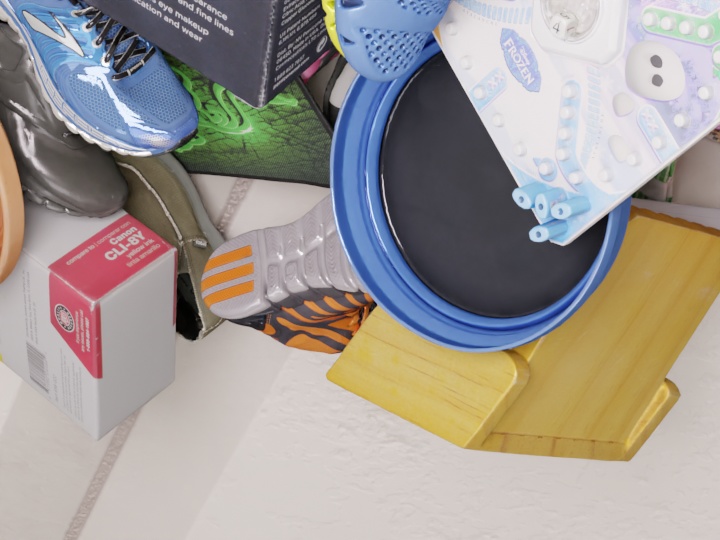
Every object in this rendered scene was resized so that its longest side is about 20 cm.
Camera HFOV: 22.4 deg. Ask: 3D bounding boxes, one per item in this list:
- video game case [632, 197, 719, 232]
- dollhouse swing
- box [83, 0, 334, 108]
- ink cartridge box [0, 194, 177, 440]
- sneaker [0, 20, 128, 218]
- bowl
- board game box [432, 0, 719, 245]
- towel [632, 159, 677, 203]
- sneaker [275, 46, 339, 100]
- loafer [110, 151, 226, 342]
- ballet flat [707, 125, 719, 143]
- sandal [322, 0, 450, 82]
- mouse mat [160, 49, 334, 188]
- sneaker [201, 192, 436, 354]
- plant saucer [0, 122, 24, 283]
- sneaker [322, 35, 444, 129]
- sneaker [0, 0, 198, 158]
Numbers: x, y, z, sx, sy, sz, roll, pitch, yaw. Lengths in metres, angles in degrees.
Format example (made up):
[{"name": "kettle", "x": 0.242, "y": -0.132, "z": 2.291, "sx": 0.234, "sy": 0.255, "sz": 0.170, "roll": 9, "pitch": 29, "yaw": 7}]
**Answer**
[{"name": "video game case", "x": 0.139, "y": 0.000, "z": 1.259, "sx": 0.198, "sy": 0.023, "sz": 0.182, "roll": 6, "pitch": 151, "yaw": -20}, {"name": "dollhouse swing", "x": 0.118, "y": 0.026, "z": 1.211, "sx": 0.181, "sy": 0.177, "sz": 0.199, "roll": 24, "pitch": -171, "yaw": 40}, {"name": "box", "x": -0.088, "y": -0.234, "z": 1.008, "sx": 0.196, "sy": 0.117, "sz": 0.201, "roll": 32, "pitch": 141, "yaw": 18}, {"name": "ink cartridge box", "x": -0.228, "y": 0.001, "z": 1.292, "sx": 0.199, "sy": 0.083, "sz": 0.146, "roll": 35, "pitch": 143, "yaw": 24}, {"name": "sneaker", "x": -0.219, "y": -0.122, "z": 1.205, "sx": 0.091, "sy": 0.076, "sz": 0.200, "roll": -36, "pitch": 100, "yaw": 28}, {"name": "bowl", "x": 0.071, "y": -0.053, "z": 1.082, "sx": 0.199, "sy": 0.039, "sz": 0.203, "roll": 6, "pitch": 100, "yaw": 35}, {"name": "board game box", "x": 0.113, "y": -0.143, "z": 0.975, "sx": 0.200, "sy": 0.026, "sz": 0.201, "roll": -41, "pitch": 72, "yaw": 44}, {"name": "towel", "x": 0.137, "y": -0.071, "z": 1.202, "sx": 0.151, "sy": 0.024, "sz": 0.200, "roll": 8, "pitch": 158, "yaw": 7}, {"name": "sneaker", "x": -0.035, "y": -0.195, "z": 1.135, "sx": 0.095, "sy": 0.079, "sz": 0.201, "roll": 33, "pitch": 134, "yaw": 5}, {"name": "loafer", "x": -0.148, "y": -0.023, "z": 1.314, "sx": 0.075, "sy": 0.070, "sz": 0.200, "roll": -7, "pitch": 134, "yaw": 37}, {"name": "ballet flat", "x": 0.177, "y": -0.123, "z": 1.160, "sx": 0.199, "sy": 0.070, "sz": 0.071, "roll": 20, "pitch": 139, "yaw": -15}, {"name": "sandal", "x": 0.043, "y": -0.181, "z": 0.961, "sx": 0.087, "sy": 0.079, "sz": 0.201, "roll": 44, "pitch": 130, "yaw": 28}, {"name": "mouse mat", "x": -0.103, "y": -0.116, "z": 1.207, "sx": 0.199, "sy": 0.008, "sz": 0.161, "roll": 9, "pitch": 144, "yaw": 42}, {"name": "sneaker", "x": 0.000, "y": 0.000, "z": 1.226, "sx": 0.199, "sy": 0.078, "sz": 0.112, "roll": -12, "pitch": 155, "yaw": 29}, {"name": "plant saucer", "x": -0.291, "y": -0.077, "z": 1.206, "sx": 0.199, "sy": 0.032, "sz": 0.202, "roll": 23, "pitch": 128, "yaw": 32}, {"name": "sneaker", "x": 0.039, "y": -0.141, "z": 1.149, "sx": 0.088, "sy": 0.074, "sz": 0.200, "roll": 31, "pitch": 136, "yaw": 0}, {"name": "sneaker", "x": -0.173, "y": -0.157, "z": 1.136, "sx": 0.200, "sy": 0.079, "sz": 0.089, "roll": 48, "pitch": 147, "yaw": -4}]
